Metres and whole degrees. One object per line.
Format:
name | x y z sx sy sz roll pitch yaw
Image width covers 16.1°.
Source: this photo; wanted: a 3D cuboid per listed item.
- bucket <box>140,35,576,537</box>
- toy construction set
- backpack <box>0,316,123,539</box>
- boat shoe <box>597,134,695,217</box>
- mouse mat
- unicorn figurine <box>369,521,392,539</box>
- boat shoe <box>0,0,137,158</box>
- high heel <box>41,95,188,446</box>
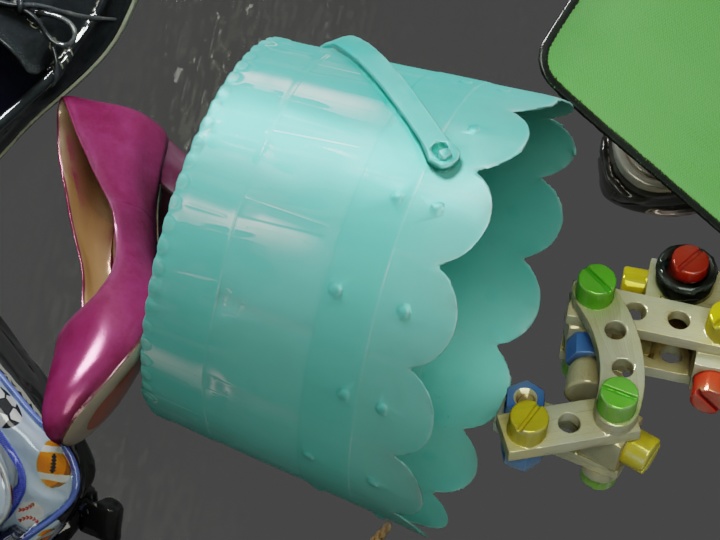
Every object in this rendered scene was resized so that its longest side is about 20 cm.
bucket | 0.000 0.000 1.109 0.134 0.207 0.208 19 77 12
toy construction set | 0.163 0.060 1.160 0.199 0.092 0.132 20 52 -7
backpack | -0.233 0.087 1.105 0.190 0.154 0.200 -37 86 5
boat shoe | 0.207 -0.067 1.216 0.199 0.057 0.067 -10 76 -11
mouse mat | 0.182 -0.121 1.167 0.161 0.008 0.201 39 72 -17
unicorn figurine | -0.065 0.206 1.132 0.136 0.074 0.201 2 92 -13
boat shoe | -0.164 -0.110 1.193 0.074 0.062 0.200 36 77 6
high heel | -0.127 -0.002 1.133 0.096 0.068 0.200 30 34 -3
